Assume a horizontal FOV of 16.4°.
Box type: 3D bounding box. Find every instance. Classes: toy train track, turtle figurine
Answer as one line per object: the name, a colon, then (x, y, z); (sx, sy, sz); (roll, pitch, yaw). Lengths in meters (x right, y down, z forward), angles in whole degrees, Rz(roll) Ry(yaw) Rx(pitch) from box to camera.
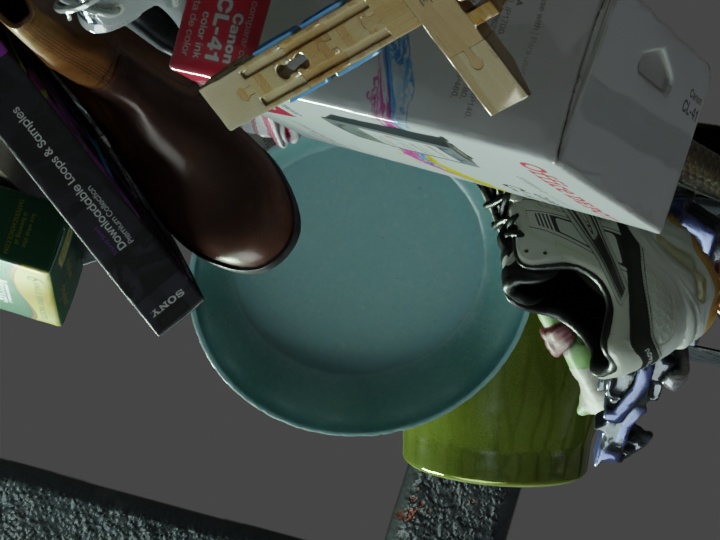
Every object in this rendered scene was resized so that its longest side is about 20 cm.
toy train track: (0.006, -0.105, 1.011); (0.199, 0.033, 0.115); (-25, 108, 47)
turtle figurine: (0.096, -0.011, 1.525); (0.194, 0.199, 0.144); (49, -148, -16)

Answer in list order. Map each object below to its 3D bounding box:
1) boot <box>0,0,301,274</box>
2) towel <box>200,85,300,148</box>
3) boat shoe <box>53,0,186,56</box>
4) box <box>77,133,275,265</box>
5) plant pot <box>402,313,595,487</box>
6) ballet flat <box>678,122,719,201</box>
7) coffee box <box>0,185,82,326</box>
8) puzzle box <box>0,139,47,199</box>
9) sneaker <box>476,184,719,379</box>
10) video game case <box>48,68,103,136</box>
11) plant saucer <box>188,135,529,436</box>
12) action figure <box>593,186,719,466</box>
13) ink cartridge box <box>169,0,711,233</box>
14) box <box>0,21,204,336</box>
boot: (-0.118, -0.095, 1.222); (0.189, 0.068, 0.200); (58, -175, 24)
towel: (-0.130, -0.133, 1.386); (0.199, 0.030, 0.146); (14, 153, 46)
boat shoe: (-0.115, -0.144, 1.160); (0.071, 0.069, 0.200); (16, 177, 17)
box: (-0.127, -0.060, 1.514); (0.157, 0.049, 0.200); (-18, -167, 28)
plant pot: (0.100, 0.042, 1.707); (0.199, 0.195, 0.200); (4, -173, 0)
ballet flat: (0.160, -0.070, 1.272); (0.199, 0.047, 0.067); (15, -167, -39)
coffee box: (-0.254, -0.028, 1.376); (0.198, 0.044, 0.123); (16, 164, -1)
puzzle box: (-0.247, -0.076, 1.335); (0.132, 0.026, 0.200); (11, 164, 18)
sneaker: (0.096, -0.029, 1.303); (0.200, 0.087, 0.076); (46, 152, 21)
video game case: (-0.210, -0.145, 1.443); (0.182, 0.023, 0.200); (43, 174, -7)
plant saucer: (0.000, 0.000, 1.429); (0.199, 0.201, 0.036); (17, -156, -12)
action figure: (0.184, 0.015, 1.419); (0.192, 0.201, 0.105); (9, -142, -14)
ink cartridge box: (0.038, -0.091, 1.120); (0.199, 0.086, 0.147); (18, 177, 28)
box: (-0.159, -0.071, 1.291); (0.201, 0.036, 0.143); (55, 180, -24)
